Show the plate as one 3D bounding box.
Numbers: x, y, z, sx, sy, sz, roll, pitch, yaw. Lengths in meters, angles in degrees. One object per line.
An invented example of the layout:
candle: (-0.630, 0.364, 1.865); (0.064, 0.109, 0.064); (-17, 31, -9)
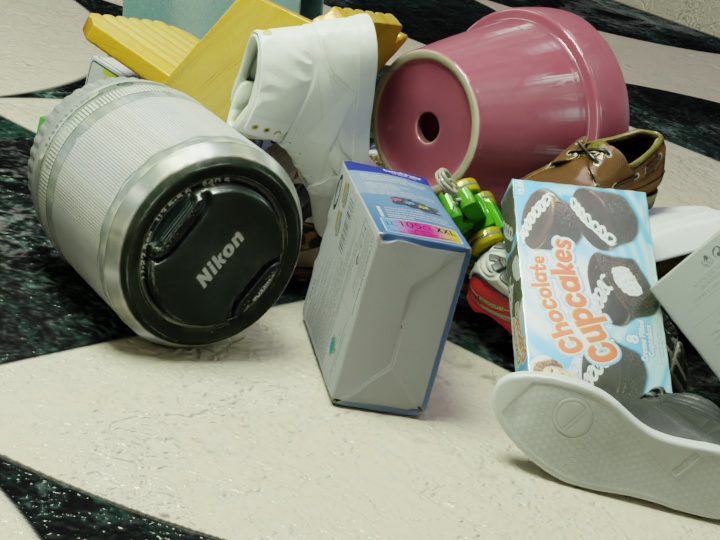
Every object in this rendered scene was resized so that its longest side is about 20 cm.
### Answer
plate: (0.215, -0.029, 1.578); (0.199, 0.033, 0.199); (-15, 9, -40)

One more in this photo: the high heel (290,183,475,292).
high heel: (0.000, 0.000, 1.505); (0.199, 0.072, 0.143); (22, 32, 10)

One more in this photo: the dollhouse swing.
dollhouse swing: (-0.101, -0.208, 1.531); (0.176, 0.182, 0.200); (50, 21, 14)

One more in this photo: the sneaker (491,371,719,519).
sneaker: (0.186, 0.114, 1.291); (0.199, 0.071, 0.099); (20, 16, -2)

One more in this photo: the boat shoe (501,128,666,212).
boat shoe: (0.193, -0.084, 1.540); (0.072, 0.068, 0.199); (32, 30, 29)

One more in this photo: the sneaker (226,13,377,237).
sneaker: (-0.053, -0.108, 1.418); (0.115, 0.201, 0.074); (-7, 35, -16)

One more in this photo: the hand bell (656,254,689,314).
hand bell: (0.239, 0.007, 1.656); (0.198, 0.105, 0.104); (6, 15, 19)

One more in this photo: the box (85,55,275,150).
box: (-0.147, -0.150, 1.680); (0.199, 0.061, 0.116); (0, 23, -38)

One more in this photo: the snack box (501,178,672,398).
snack box: (0.175, 0.025, 1.396); (0.115, 0.037, 0.201); (5, 58, -11)

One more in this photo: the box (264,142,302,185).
box: (-0.092, -0.067, 1.566); (0.041, 0.039, 0.200); (25, 35, 16)

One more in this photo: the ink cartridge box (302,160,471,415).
ink cartridge box: (0.013, 0.004, 1.361); (0.076, 0.137, 0.200); (11, 19, -16)

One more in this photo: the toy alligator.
toy alligator: (0.080, -0.039, 1.459); (0.060, 0.054, 0.200); (65, 15, 21)

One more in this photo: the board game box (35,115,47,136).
board game box: (-0.179, -0.097, 1.662); (0.199, 0.041, 0.153); (24, 20, 27)

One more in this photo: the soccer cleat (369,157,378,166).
soccer cleat: (0.021, -0.049, 1.648); (0.069, 0.078, 0.200); (-31, 52, -14)

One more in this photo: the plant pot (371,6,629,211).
plant pot: (0.115, -0.138, 1.623); (0.199, 0.201, 0.178); (29, 24, 38)

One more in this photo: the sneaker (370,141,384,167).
sneaker: (0.090, -0.092, 1.814); (0.198, 0.071, 0.109); (14, 20, 7)

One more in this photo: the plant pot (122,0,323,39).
plant pot: (-0.151, -0.254, 1.926); (0.198, 0.197, 0.196); (7, 18, 4)

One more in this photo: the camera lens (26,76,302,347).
camera lens: (-0.149, -0.047, 1.345); (0.159, 0.161, 0.200); (2, 22, -34)

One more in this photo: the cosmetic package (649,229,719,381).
cosmetic package: (0.361, 0.042, 1.419); (0.200, 0.123, 0.199); (53, 29, 11)

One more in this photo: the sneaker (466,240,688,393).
sneaker: (0.177, 0.048, 1.467); (0.199, 0.085, 0.077); (33, 51, -1)
